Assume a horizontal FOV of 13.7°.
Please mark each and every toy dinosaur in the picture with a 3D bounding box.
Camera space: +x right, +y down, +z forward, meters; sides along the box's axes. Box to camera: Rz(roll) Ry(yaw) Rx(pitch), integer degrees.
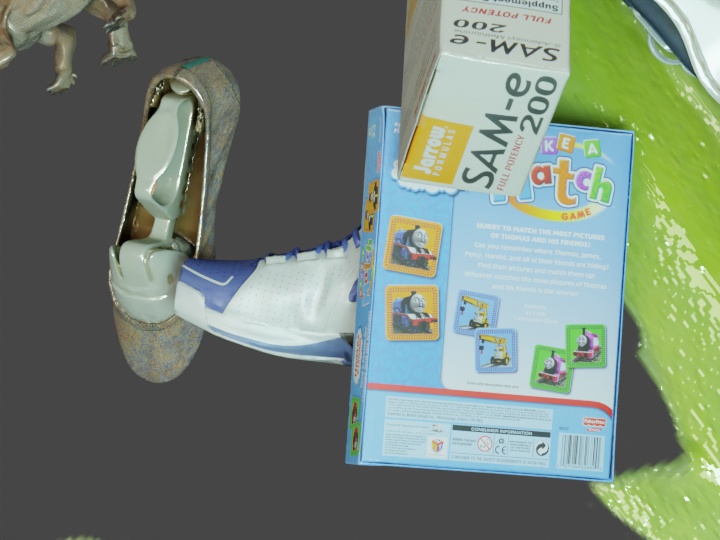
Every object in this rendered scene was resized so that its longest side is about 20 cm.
[{"bbox_3d":[-0.199,-0.182,1.810,0.200,0.086,0.136,-25,76,13],"label":"toy dinosaur"}]

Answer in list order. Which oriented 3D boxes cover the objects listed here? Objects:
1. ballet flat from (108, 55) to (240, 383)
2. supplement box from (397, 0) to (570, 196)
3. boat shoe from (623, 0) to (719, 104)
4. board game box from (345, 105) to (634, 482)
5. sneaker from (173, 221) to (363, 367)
[{"bbox_3d":[-0.121,-0.030,1.790,0.068,0.067,0.200,10,95,20],"label":"ballet flat"},{"bbox_3d":[0.069,-0.159,1.638,0.073,0.126,0.200,7,59,-7],"label":"supplement box"},{"bbox_3d":[0.187,-0.151,1.675,0.200,0.062,0.075,40,93,-7],"label":"boat shoe"},{"bbox_3d":[0.073,0.014,1.687,0.151,0.037,0.200,5,87,-15],"label":"board game box"},{"bbox_3d":[0.001,0.000,1.748,0.199,0.081,0.115,12,92,12],"label":"sneaker"}]
